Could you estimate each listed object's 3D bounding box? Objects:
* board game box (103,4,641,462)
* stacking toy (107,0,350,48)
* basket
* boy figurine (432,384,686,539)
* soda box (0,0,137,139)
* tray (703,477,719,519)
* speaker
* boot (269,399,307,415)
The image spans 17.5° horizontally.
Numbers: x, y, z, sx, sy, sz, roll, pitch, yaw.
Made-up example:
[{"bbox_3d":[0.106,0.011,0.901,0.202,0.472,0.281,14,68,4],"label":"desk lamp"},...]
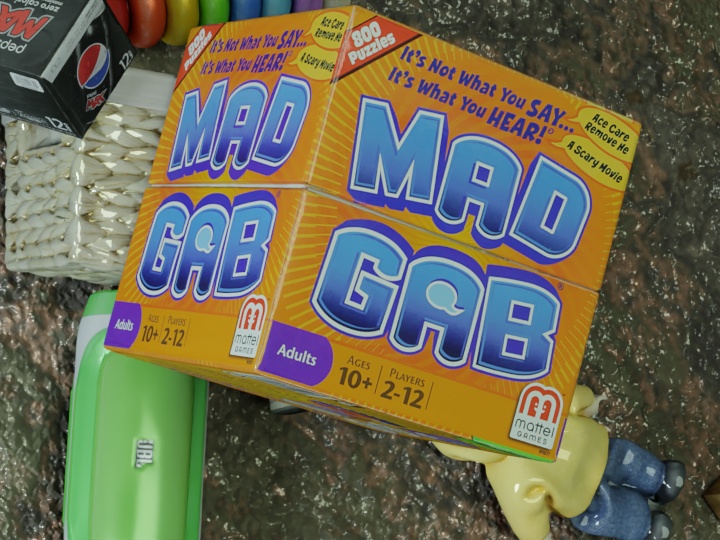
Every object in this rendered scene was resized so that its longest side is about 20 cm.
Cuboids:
[{"bbox_3d":[0.003,-0.019,1.341,0.199,0.200,0.201,18,82,-29],"label":"board game box"},{"bbox_3d":[-0.109,-0.180,1.516,0.199,0.085,0.086,-14,91,-26],"label":"stacking toy"},{"bbox_3d":[-0.116,-0.051,1.464,0.199,0.135,0.124,8,84,-29],"label":"basket"},{"bbox_3d":[0.129,0.135,1.618,0.199,0.064,0.125,24,73,-24],"label":"boy figurine"},{"bbox_3d":[-0.234,-0.143,1.371,0.071,0.199,0.063,-61,150,-21],"label":"soda box"},{"bbox_3d":[0.346,0.213,1.747,0.099,0.037,0.200,-42,104,-26],"label":"tray"},{"bbox_3d":[-0.139,0.116,1.457,0.088,0.088,0.201,7,81,-28],"label":"speaker"},{"bbox_3d":[0.000,0.000,1.557,0.203,0.073,0.154,-23,93,-36],"label":"boot"}]
